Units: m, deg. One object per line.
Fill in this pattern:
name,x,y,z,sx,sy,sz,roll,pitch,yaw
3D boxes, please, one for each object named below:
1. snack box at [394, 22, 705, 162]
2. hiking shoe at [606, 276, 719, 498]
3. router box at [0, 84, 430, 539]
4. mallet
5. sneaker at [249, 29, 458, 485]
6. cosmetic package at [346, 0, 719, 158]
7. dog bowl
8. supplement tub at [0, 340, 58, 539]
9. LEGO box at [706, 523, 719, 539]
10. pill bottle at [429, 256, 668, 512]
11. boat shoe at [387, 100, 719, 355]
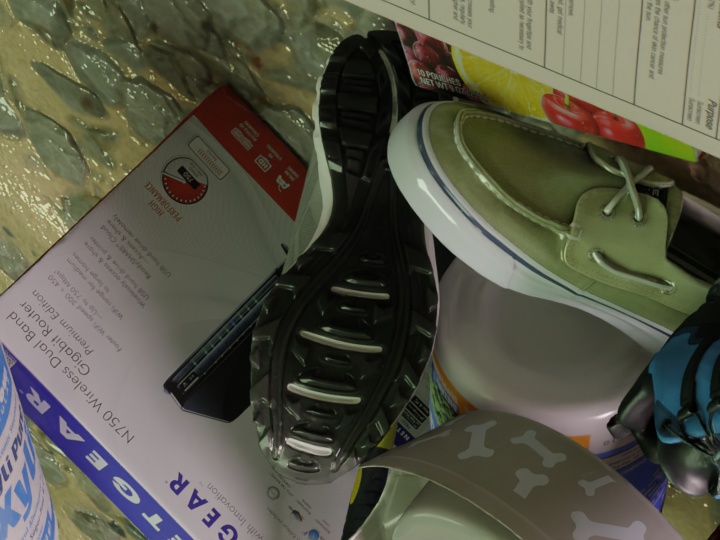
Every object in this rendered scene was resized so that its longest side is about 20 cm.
snack box,0.061,-0.144,0.855,0.142,0.053,0.200,18,142,37
hiking shoe,0.151,0.054,0.818,0.074,0.087,0.200,46,178,-8
router box,-0.060,0.042,1.127,0.200,0.180,0.049,46,152,-4
mallet,0.014,0.075,1.076,0.041,0.200,0.066,21,154,-22
sneaker,0.000,0.000,1.001,0.074,0.201,0.079,13,157,1
cosmetic package,0.062,-0.122,0.754,0.200,0.073,0.104,25,145,20
dog bowl,0.078,0.143,0.959,0.200,0.059,0.200,38,152,25
supplement tub,-0.215,0.081,1.054,0.132,0.132,0.200,30,150,24
LEGO box,0.258,0.135,0.947,0.200,0.077,0.149,41,152,5
pill bottle,0.086,0.077,1.057,0.112,0.112,0.200,31,148,23
boat shoe,0.105,-0.018,0.934,0.200,0.072,0.062,28,138,-19
